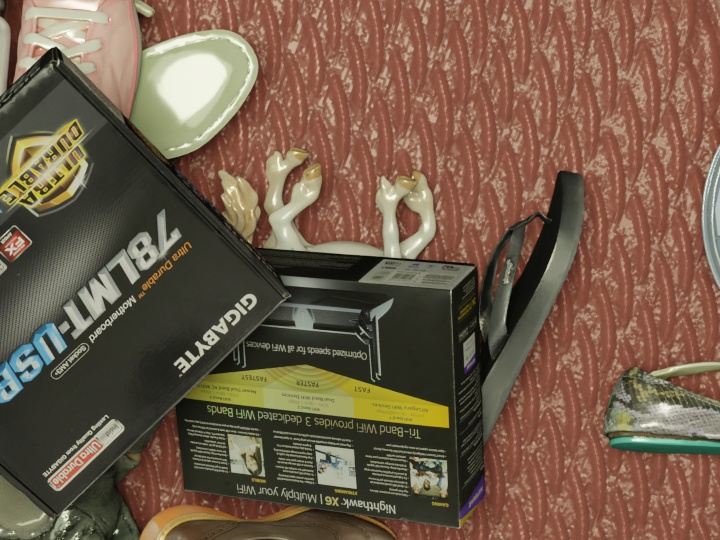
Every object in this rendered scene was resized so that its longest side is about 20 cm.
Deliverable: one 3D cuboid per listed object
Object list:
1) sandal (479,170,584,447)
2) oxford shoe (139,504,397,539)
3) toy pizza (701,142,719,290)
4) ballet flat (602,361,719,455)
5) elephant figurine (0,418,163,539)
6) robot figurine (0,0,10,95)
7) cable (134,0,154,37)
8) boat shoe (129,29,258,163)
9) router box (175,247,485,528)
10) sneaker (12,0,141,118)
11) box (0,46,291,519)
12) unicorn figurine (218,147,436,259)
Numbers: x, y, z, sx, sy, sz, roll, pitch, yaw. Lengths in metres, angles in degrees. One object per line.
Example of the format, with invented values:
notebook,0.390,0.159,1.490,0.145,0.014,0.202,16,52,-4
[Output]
sandal,0.095,0.026,1.129,0.043,0.076,0.201,23,95,-4
oxford shoe,-0.043,0.191,1.105,0.199,0.073,0.072,5,98,-39
toy pizza,0.323,-0.037,1.142,0.198,0.032,0.202,0,93,1
ballet flat,0.261,0.097,1.139,0.199,0.072,0.073,10,95,0
elephant figurine,-0.189,0.126,1.121,0.154,0.141,0.202,-7,98,-18
robot figurine,-0.284,-0.126,1.107,0.169,0.113,0.202,3,95,34
cable,-0.220,-0.222,1.121,0.199,0.050,0.098,19,127,-4
boat shoe,-0.153,-0.090,1.133,0.201,0.061,0.072,-35,93,4
router box,-0.023,0.070,1.098,0.198,0.052,0.159,5,110,22
sneaker,-0.180,-0.105,1.051,0.075,0.105,0.202,4,93,4
box,-0.178,0.010,1.004,0.200,0.050,0.199,-42,109,4
unicorn figurine,0.000,0.000,1.139,0.199,0.074,0.138,14,104,14
